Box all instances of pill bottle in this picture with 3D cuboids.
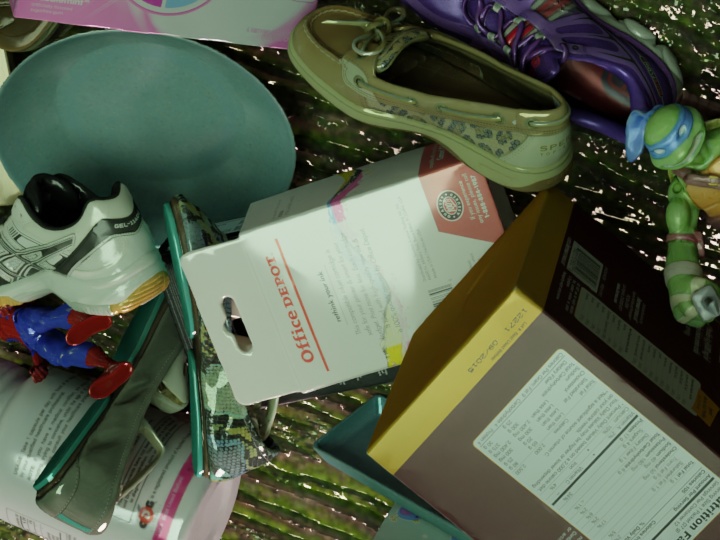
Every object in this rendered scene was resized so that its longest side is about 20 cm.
[{"bbox_3d":[-0.193,0.136,1.806,0.200,0.113,0.113,22,118,11],"label":"pill bottle"}]

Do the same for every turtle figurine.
[{"bbox_3d":[0.253,-0.017,1.510,0.200,0.194,0.144,14,79,50],"label":"turtle figurine"}]

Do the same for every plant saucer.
[{"bbox_3d":[0.064,0.145,1.702,0.200,0.070,0.019,28,137,31],"label":"plant saucer"},{"bbox_3d":[-0.140,-0.095,1.704,0.201,0.039,0.201,4,138,4],"label":"plant saucer"}]

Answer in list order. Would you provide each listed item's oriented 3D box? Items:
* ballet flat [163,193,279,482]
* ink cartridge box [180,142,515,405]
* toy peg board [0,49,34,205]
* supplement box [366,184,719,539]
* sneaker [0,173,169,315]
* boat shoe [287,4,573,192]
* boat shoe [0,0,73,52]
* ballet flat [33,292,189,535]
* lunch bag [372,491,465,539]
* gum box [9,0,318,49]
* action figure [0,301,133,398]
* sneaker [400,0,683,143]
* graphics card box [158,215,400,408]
[{"bbox_3d":[-0.085,0.040,1.686,0.074,0.074,0.200,5,116,20],"label":"ballet flat"},{"bbox_3d":[0.000,0.000,1.631,0.200,0.068,0.117,-17,108,11],"label":"ink cartridge box"},{"bbox_3d":[-0.327,-0.145,1.767,0.199,0.098,0.200,-6,111,7],"label":"toy peg board"},{"bbox_3d":[0.134,0.086,1.501,0.200,0.197,0.133,40,111,-5],"label":"supplement box"},{"bbox_3d":[-0.209,-0.026,1.715,0.200,0.076,0.088,1,117,40],"label":"sneaker"},{"bbox_3d":[0.044,-0.119,1.568,0.200,0.073,0.063,26,143,21],"label":"boat shoe"},{"bbox_3d":[-0.171,-0.225,1.676,0.072,0.065,0.200,40,102,11],"label":"boat shoe"},{"bbox_3d":[-0.151,0.092,1.742,0.064,0.200,0.067,36,148,-12],"label":"ballet flat"},{"bbox_3d":[0.097,0.232,1.701,0.200,0.170,0.122,19,125,13],"label":"lunch bag"},{"bbox_3d":[-0.112,-0.209,1.608,0.200,0.066,0.114,5,119,-18],"label":"gum box"},{"bbox_3d":[-0.220,0.040,1.763,0.200,0.052,0.065,19,139,61],"label":"action figure"},{"bbox_3d":[0.106,-0.145,1.588,0.200,0.083,0.081,30,119,8],"label":"sneaker"},{"bbox_3d":[-0.025,0.019,1.716,0.200,0.051,0.126,-13,110,18],"label":"graphics card box"}]
